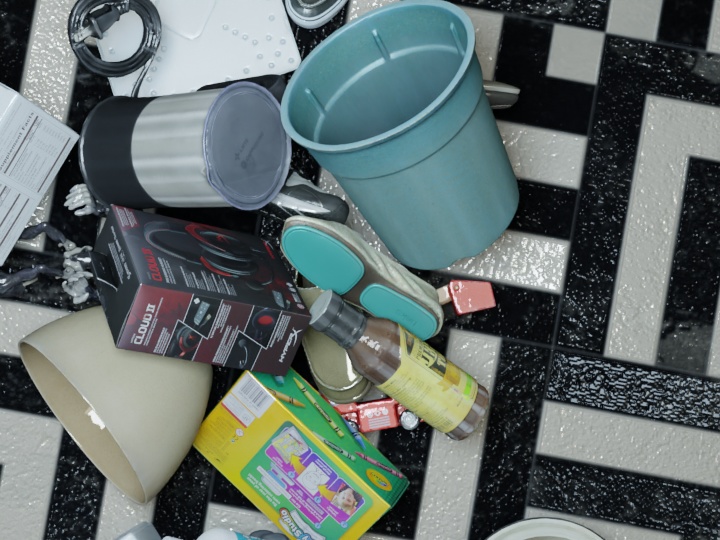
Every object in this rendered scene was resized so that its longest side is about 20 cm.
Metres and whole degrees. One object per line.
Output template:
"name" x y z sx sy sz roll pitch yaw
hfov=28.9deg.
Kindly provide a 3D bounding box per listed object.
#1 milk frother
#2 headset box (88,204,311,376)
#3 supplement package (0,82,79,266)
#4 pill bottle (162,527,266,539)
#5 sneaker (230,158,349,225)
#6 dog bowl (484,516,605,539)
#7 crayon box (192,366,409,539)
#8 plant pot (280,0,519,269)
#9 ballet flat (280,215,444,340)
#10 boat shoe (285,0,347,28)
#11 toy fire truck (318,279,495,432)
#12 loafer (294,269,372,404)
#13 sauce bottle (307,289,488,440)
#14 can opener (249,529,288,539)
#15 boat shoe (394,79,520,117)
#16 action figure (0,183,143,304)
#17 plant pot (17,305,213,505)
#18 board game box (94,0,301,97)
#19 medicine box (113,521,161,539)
"milk frother" -0.180 -0.167 1.339 0.200 0.186 0.182 50 54 -37
"headset box" -0.165 0.018 1.343 0.198 0.149 0.076 12 116 -28
"supplement package" -0.412 -0.127 1.385 0.199 0.111 0.157 30 87 28
"pill bottle" -0.103 0.314 1.343 0.198 0.111 0.112 18 87 -19
"sneaker" -0.088 -0.095 1.408 0.198 0.074 0.081 21 77 33
"dog bowl" 0.182 0.354 1.396 0.197 0.074 0.203 2 68 -6
"crayon box" -0.064 0.191 1.408 0.200 0.058 0.119 43 121 2
"plant pot" 0.053 -0.120 1.347 0.199 0.201 0.197 -34 130 -2
"ballet flat" 0.000 0.000 1.372 0.199 0.063 0.067 37 123 -22
"boat shoe" -0.019 -0.349 1.453 0.071 0.071 0.202 29 88 1
"toy fire truck" 0.047 0.091 1.444 0.197 0.049 0.143 -9 87 0
"loafer" -0.035 0.036 1.413 0.075 0.067 0.203 -18 69 9
"sauce bottle" 0.036 0.090 1.360 0.199 0.065 0.065 36 87 -20
"can opener" -0.080 0.370 1.439 0.066 0.053 0.203 2 86 -32
"boat shoe" 0.065 -0.175 1.454 0.197 0.067 0.058 6 103 5
"action figure" -0.282 -0.018 1.423 0.197 0.102 0.121 -4 76 1
"plant pot" -0.224 0.111 1.384 0.134 0.200 0.201 -38 88 -22
"board game box" -0.184 -0.275 1.472 0.197 0.026 0.203 -19 87 -1
"medicine box" -0.257 0.386 1.402 0.199 0.103 0.184 -32 88 -1
